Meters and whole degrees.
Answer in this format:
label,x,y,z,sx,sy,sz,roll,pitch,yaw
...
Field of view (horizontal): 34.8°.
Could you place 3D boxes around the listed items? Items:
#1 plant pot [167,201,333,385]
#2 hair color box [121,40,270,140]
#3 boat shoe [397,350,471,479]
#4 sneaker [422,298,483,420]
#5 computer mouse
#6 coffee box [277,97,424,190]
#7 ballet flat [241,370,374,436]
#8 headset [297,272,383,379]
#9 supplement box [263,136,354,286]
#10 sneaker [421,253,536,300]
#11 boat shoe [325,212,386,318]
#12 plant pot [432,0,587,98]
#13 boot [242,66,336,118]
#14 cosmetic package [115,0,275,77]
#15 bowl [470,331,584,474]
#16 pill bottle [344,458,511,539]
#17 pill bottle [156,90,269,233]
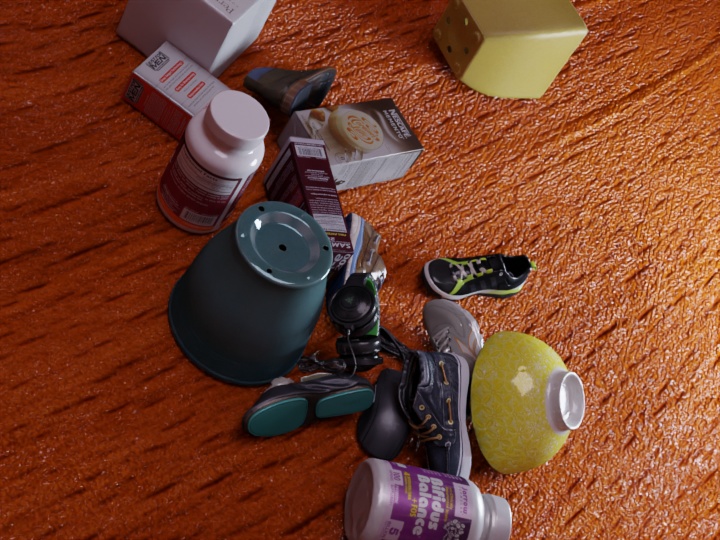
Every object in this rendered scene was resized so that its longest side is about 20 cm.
label,x,y,z,sx,sy,sz,roll,pitch,yaw
plant pot,-0.132,0.016,1.503,0.198,0.188,0.201,15,49,-18
hair color box,-0.245,-0.244,1.724,0.199,0.061,0.102,38,46,-3
boat shoe,0.094,0.208,1.551,0.090,0.071,0.202,11,73,-36
sneaker,0.138,0.127,1.654,0.092,0.076,0.201,2,53,-53
computer mouse,0.031,0.157,1.599,0.140,0.046,0.201,36,46,-5
coffee box,-0.015,-0.198,1.817,0.199,0.080,0.115,-15,65,-38
ballet flat,-0.077,0.170,1.517,0.198,0.073,0.074,-9,62,-30
headset,-0.019,0.082,1.538,0.093,0.125,0.200,-2,25,13
supplement box,-0.078,-0.082,1.671,0.060,0.109,0.201,3,56,-30
sneaker,0.186,-0.005,1.792,0.198,0.083,0.072,-2,57,-32
boat shoe,0.000,0.000,1.682,0.072,0.072,0.201,23,48,-16
plant pot,0.252,-0.435,2.094,0.199,0.195,0.197,-14,65,-31
boot,-0.108,-0.306,1.842,0.096,0.075,0.200,27,25,9
cosmetic package,-0.242,-0.420,1.787,0.167,0.167,0.200,36,47,-3
bowl,0.249,0.184,1.607,0.199,0.107,0.202,10,77,-54
pill bottle,0.088,0.313,1.467,0.198,0.112,0.113,15,50,-18
pill bottle,-0.200,-0.151,1.583,0.112,0.200,0.114,17,49,-20
